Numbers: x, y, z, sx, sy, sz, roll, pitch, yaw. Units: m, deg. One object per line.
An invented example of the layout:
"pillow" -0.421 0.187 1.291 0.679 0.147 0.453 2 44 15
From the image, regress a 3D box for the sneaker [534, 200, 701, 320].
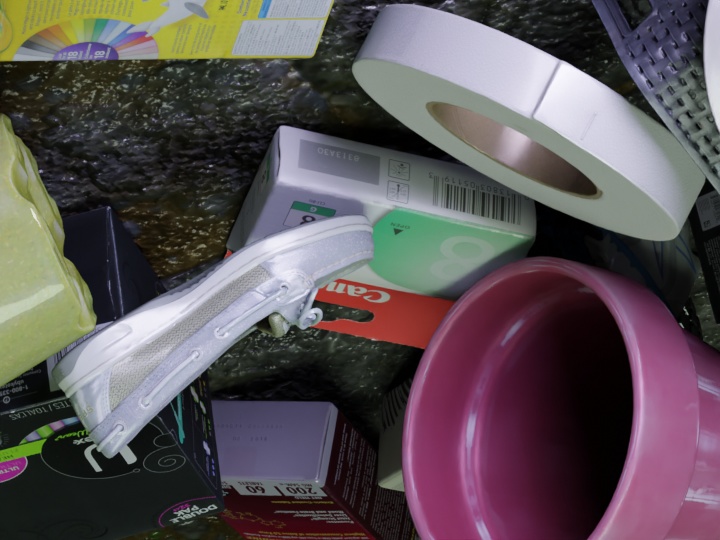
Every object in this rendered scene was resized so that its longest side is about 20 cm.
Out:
"sneaker" 0.154 -0.043 1.636 0.087 0.075 0.200 -51 135 -16

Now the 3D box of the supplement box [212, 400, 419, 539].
"supplement box" -0.037 0.155 1.869 0.108 0.061 0.200 -1 155 23

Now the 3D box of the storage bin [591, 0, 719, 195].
"storage bin" 0.214 -0.095 1.422 0.094 0.135 0.200 -34 123 12

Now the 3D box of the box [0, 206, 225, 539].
"box" -0.183 0.074 1.650 0.148 0.125 0.200 -14 151 7

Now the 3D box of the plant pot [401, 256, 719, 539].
"plant pot" 0.153 0.106 1.594 0.178 0.201 0.200 14 141 -40

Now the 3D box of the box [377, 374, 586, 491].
"box" 0.078 0.098 1.770 0.082 0.069 0.200 10 162 -16

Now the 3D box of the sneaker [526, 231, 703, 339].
"sneaker" 0.142 0.028 1.753 0.087 0.076 0.200 -17 149 40

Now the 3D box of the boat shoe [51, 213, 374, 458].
"boat shoe" -0.075 0.032 1.518 0.201 0.065 0.074 -29 175 -18

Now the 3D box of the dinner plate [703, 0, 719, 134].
"dinner plate" 0.258 -0.122 1.328 0.199 0.024 0.201 -8 110 -24

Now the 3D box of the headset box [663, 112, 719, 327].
"headset box" 0.267 -0.004 1.644 0.075 0.149 0.200 -22 147 18

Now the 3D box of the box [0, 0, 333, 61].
"box" -0.111 -0.156 1.366 0.199 0.049 0.118 -3 149 -18

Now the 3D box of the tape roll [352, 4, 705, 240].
"tape roll" 0.090 -0.079 1.448 0.202 0.037 0.203 28 172 4

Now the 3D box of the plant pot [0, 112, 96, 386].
"plant pot" -0.252 0.008 1.478 0.183 0.201 0.201 -24 150 -2

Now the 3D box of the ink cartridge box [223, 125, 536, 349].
"ink cartridge box" 0.000 0.000 1.634 0.160 0.050 0.200 11 143 -12
